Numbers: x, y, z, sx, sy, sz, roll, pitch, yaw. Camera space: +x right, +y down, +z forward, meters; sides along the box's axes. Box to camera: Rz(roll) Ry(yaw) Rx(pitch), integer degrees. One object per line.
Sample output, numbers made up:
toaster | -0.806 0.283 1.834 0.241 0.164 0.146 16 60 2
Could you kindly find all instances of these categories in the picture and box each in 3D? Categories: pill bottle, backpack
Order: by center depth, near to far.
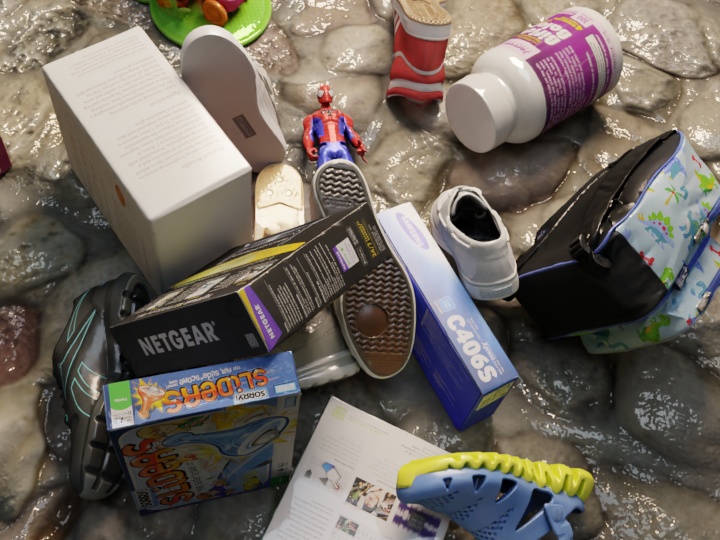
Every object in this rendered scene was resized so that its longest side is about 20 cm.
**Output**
backpack | 0.263 -0.022 0.817 0.147 0.183 0.200 46 64 -7
pill bottle | 0.195 -0.214 0.953 0.199 0.113 0.113 -32 69 -24

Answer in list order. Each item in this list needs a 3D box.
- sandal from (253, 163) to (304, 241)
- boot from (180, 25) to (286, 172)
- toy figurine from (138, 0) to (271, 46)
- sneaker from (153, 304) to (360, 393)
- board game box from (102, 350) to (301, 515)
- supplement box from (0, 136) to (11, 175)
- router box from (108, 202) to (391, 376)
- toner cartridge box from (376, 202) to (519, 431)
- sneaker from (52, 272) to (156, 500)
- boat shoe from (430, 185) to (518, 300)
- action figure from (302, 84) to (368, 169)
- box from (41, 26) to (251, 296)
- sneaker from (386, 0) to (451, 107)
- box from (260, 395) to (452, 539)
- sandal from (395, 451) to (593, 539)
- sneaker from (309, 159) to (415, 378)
sandal | -0.073 -0.030 0.832 0.076 0.070 0.214 -5 61 -11
boot | -0.132 -0.193 0.851 0.073 0.201 0.097 -17 58 3
toy figurine | -0.195 -0.381 0.953 0.198 0.185 0.151 27 60 9
sneaker | -0.102 0.081 0.757 0.198 0.075 0.083 -11 78 -27
board game box | -0.119 0.133 0.655 0.133 0.201 0.035 -10 60 -13
supplement box | -0.471 -0.126 0.812 0.198 0.104 0.132 25 60 6
router box | -0.094 0.018 0.697 0.157 0.199 0.053 -37 106 -41
toner cartridge box | 0.070 0.043 0.796 0.043 0.095 0.201 -21 65 -20
sneaker | -0.232 0.102 0.745 0.078 0.075 0.203 -7 62 20
boat shoe | 0.107 -0.046 0.821 0.071 0.069 0.201 -7 28 3
action figure | -0.027 -0.122 0.908 0.064 0.052 0.202 -6 59 -7
box | -0.201 -0.100 0.807 0.106 0.153 0.201 -31 69 -23
sneaker | 0.067 -0.267 1.002 0.070 0.114 0.201 5 29 -2
box | -0.005 0.226 0.715 0.143 0.036 0.201 24 59 6
sandal | 0.118 0.201 0.700 0.198 0.079 0.088 15 69 -25
sneaker | 0.000 0.000 0.785 0.072 0.085 0.203 -13 88 -13
